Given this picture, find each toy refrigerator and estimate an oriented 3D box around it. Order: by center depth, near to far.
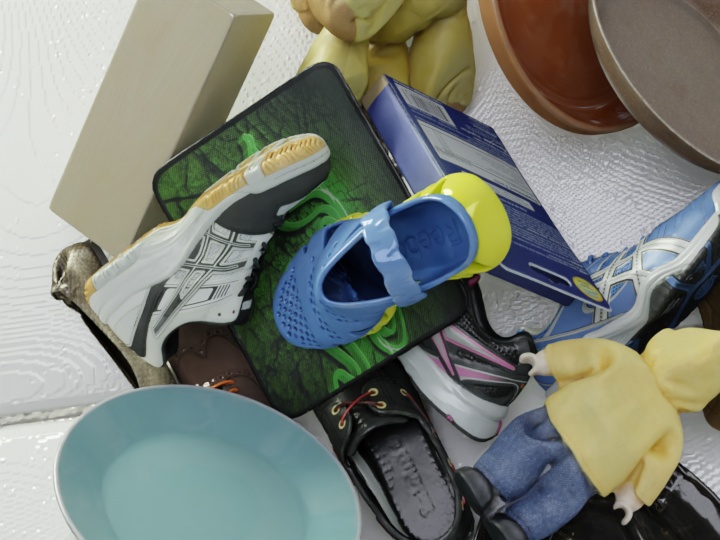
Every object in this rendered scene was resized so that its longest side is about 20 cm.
[{"bbox_3d":[-0.143,-0.114,1.141,0.076,0.070,0.201,33,112,16],"label":"toy refrigerator"}]

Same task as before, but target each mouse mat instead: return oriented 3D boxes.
[{"bbox_3d":[-0.037,-0.020,1.080,0.160,0.008,0.201,-32,85,14],"label":"mouse mat"}]

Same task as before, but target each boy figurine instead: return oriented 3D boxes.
[{"bbox_3d":[0.153,0.095,1.015,0.199,0.064,0.125,-37,81,-9],"label":"boy figurine"}]

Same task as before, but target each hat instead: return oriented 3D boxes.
[{"bbox_3d":[0.167,0.198,1.042,0.198,0.081,0.203,-2,72,6],"label":"hat"}]

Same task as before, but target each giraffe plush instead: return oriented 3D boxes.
[{"bbox_3d":[-0.001,-0.214,1.161,0.162,0.172,0.201,38,108,40],"label":"giraffe plush"}]

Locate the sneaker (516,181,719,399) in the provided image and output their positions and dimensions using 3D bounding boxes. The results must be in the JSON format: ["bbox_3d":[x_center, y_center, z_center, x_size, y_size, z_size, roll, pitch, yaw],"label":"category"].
[{"bbox_3d":[0.184,0.010,1.081,0.200,0.076,0.077,-48,63,13],"label":"sneaker"}]

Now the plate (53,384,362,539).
[{"bbox_3d":[-0.096,0.146,0.997,0.198,0.026,0.201,14,33,-9],"label":"plate"}]

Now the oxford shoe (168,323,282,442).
[{"bbox_3d":[-0.083,0.098,1.110,0.071,0.073,0.201,-33,72,-3],"label":"oxford shoe"}]

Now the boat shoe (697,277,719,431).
[{"bbox_3d":[0.275,0.024,1.095,0.064,0.071,0.202,20,64,-23],"label":"boat shoe"}]

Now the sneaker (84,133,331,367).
[{"bbox_3d":[-0.087,-0.012,1.063,0.199,0.076,0.088,-35,97,19],"label":"sneaker"}]

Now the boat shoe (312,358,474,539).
[{"bbox_3d":[0.013,0.108,1.101,0.073,0.063,0.202,-32,70,0],"label":"boat shoe"}]

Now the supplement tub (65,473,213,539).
[{"bbox_3d":[-0.093,0.230,1.033,0.199,0.145,0.146,29,79,15],"label":"supplement tub"}]

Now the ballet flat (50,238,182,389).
[{"bbox_3d":[-0.169,0.062,1.133,0.046,0.068,0.201,-25,65,-20],"label":"ballet flat"}]

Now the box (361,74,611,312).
[{"bbox_3d":[0.084,-0.045,1.074,0.032,0.120,0.201,-49,44,21],"label":"box"}]

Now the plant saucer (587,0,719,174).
[{"bbox_3d":[0.230,-0.143,1.104,0.199,0.032,0.202,22,48,-26],"label":"plant saucer"}]

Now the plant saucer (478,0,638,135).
[{"bbox_3d":[0.156,-0.197,1.130,0.032,0.199,0.202,-7,65,51],"label":"plant saucer"}]

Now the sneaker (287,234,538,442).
[{"bbox_3d":[0.042,0.021,1.107,0.200,0.080,0.087,40,101,5],"label":"sneaker"}]

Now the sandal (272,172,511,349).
[{"bbox_3d":[0.000,0.000,0.995,0.087,0.200,0.080,-24,84,-43],"label":"sandal"}]
